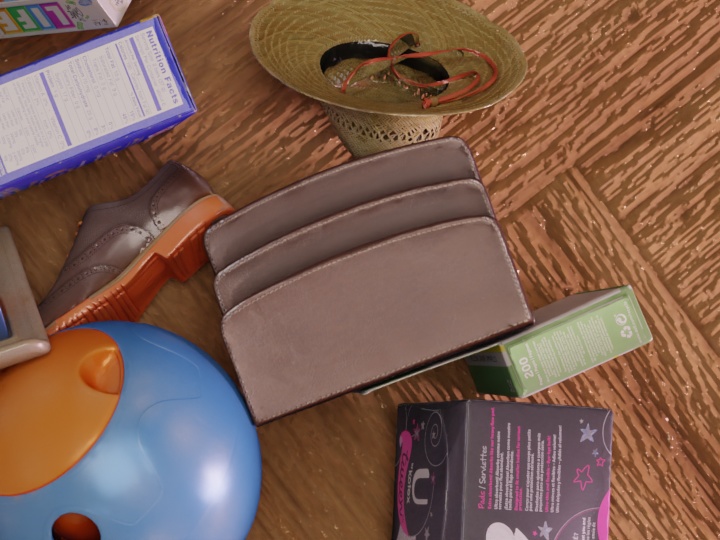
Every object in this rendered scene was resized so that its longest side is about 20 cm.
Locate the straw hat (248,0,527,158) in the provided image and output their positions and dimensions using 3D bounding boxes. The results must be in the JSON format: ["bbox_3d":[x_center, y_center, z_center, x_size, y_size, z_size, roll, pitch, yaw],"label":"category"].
[{"bbox_3d":[0.016,-0.124,1.688,0.199,0.202,0.086,0,125,-7],"label":"straw hat"}]

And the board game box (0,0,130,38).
[{"bbox_3d":[-0.188,-0.247,1.627,0.034,0.134,0.201,53,48,-40],"label":"board game box"}]

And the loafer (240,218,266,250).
[{"bbox_3d":[0.007,-0.018,1.689,0.198,0.063,0.073,-2,82,-7],"label":"loafer"}]

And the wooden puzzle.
[{"bbox_3d":[-0.312,0.028,1.580,0.184,0.200,0.047,-19,118,-8],"label":"wooden puzzle"}]

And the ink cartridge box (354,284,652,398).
[{"bbox_3d":[0.089,0.067,1.646,0.199,0.146,0.048,-23,92,-9],"label":"ink cartridge box"}]

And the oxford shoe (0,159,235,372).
[{"bbox_3d":[-0.183,0.002,1.671,0.200,0.071,0.073,-39,69,-14],"label":"oxford shoe"}]

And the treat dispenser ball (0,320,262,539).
[{"bbox_3d":[-0.165,0.134,1.579,0.199,0.201,0.203,1,82,-7],"label":"treat dispenser ball"}]

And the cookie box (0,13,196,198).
[{"bbox_3d":[-0.222,-0.099,1.618,0.199,0.171,0.076,-22,93,-10],"label":"cookie box"}]

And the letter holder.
[{"bbox_3d":[0.000,0.000,1.601,0.199,0.101,0.143,-20,94,3],"label":"letter holder"}]

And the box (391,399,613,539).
[{"bbox_3d":[0.091,0.192,1.627,0.114,0.132,0.202,6,83,-21],"label":"box"}]
